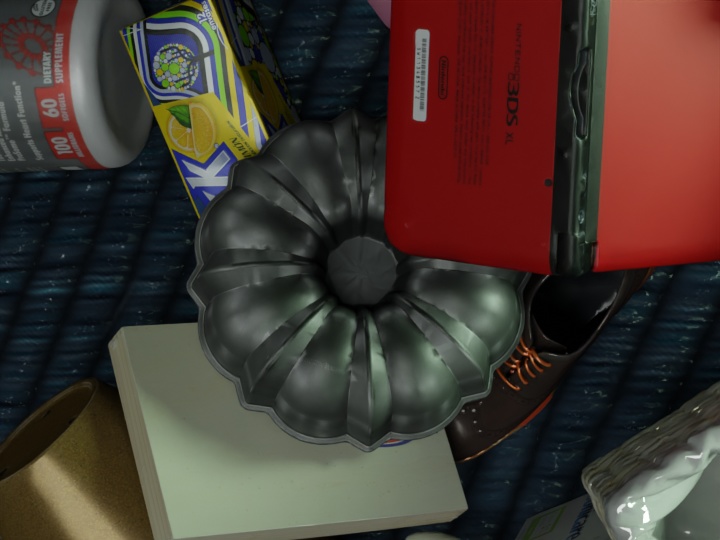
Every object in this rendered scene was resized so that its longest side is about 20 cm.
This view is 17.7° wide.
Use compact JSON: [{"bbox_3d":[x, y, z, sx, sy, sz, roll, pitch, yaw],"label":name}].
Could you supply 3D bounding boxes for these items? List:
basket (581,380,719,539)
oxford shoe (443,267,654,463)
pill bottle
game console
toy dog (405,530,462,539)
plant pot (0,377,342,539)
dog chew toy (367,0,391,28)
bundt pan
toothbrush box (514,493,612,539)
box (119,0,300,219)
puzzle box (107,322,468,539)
[{"bbox_3d":[0.246,0.145,1.243,0.198,0.161,0.200,-32,96,-3],"label":"basket"},{"bbox_3d":[0.097,0.043,1.381,0.071,0.073,0.200,39,110,3],"label":"oxford shoe"},{"bbox_3d":[-0.235,-0.116,1.409,0.200,0.116,0.116,-2,103,16],"label":"pill bottle"},{"bbox_3d":[0.114,-0.105,1.252,0.172,0.119,0.200,8,103,28],"label":"game console"},{"bbox_3d":[0.005,0.268,1.431,0.200,0.140,0.194,-9,107,21],"label":"toy dog"},{"bbox_3d":[-0.127,0.167,1.374,0.186,0.186,0.200,-34,108,20],"label":"plant pot"},{"bbox_3d":[0.083,-0.140,1.318,0.124,0.125,0.200,-25,104,20],"label":"dog chew toy"},{"bbox_3d":[0.000,0.000,1.309,0.202,0.076,0.202,0,82,-1],"label":"bundt pan"},{"bbox_3d":[0.164,0.244,1.377,0.086,0.146,0.200,-24,98,20],"label":"toothbrush box"},{"bbox_3d":[-0.070,-0.069,1.399,0.064,0.070,0.200,-21,98,19],"label":"box"},{"bbox_3d":[-0.041,0.093,1.356,0.025,0.200,0.133,-46,53,50],"label":"puzzle box"}]
